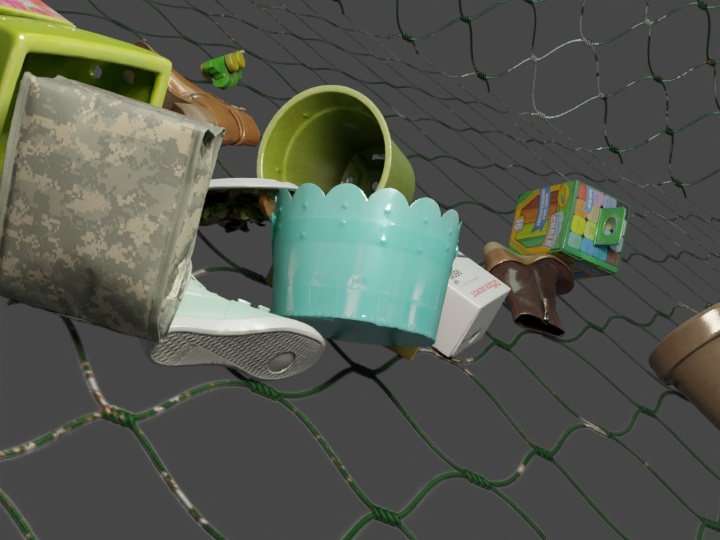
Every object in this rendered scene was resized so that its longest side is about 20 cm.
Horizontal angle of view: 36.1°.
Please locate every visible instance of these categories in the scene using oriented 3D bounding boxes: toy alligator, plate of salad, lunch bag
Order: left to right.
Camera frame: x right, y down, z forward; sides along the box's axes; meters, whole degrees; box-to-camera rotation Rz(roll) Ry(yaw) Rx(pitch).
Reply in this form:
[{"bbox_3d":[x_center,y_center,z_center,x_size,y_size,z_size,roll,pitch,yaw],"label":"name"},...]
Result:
[{"bbox_3d":[-0.222,-0.050,0.954,0.163,0.202,0.118,16,8,0],"label":"lunch bag"},{"bbox_3d":[-0.224,-0.342,1.895,0.200,0.059,0.055,-59,131,-71],"label":"toy alligator"},{"bbox_3d":[-0.141,-0.069,1.257,0.198,0.048,0.200,-3,-5,0],"label":"plate of salad"}]

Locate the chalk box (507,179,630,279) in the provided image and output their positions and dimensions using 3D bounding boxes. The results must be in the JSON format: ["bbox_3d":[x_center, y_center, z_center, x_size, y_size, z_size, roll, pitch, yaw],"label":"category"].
[{"bbox_3d":[0.353,-0.065,1.814,0.123,0.126,0.200,21,-16,-25],"label":"chalk box"}]

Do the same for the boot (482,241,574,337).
[{"bbox_3d":[0.277,0.044,1.699,0.199,0.072,0.167,19,35,-34],"label":"boot"}]

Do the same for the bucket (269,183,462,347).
[{"bbox_3d":[0.000,0.000,1.161,0.205,0.136,0.207,8,-10,2],"label":"bucket"}]

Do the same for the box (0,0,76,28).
[{"bbox_3d":[-0.480,-0.324,1.413,0.200,0.095,0.102,37,22,16],"label":"box"}]

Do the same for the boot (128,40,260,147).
[{"bbox_3d":[-0.242,-0.251,1.604,0.200,0.077,0.155,45,26,29],"label":"boot"}]

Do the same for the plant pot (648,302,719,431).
[{"bbox_3d":[0.566,0.158,1.666,0.199,0.200,0.175,5,49,-50],"label":"plant pot"}]

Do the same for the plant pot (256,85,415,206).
[{"bbox_3d":[-0.011,-0.133,1.537,0.200,0.201,0.190,40,10,25],"label":"plant pot"}]

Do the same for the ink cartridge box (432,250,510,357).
[{"bbox_3d":[0.079,0.011,1.433,0.199,0.085,0.144,37,21,14],"label":"ink cartridge box"}]

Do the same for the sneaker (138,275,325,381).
[{"bbox_3d":[-0.130,0.039,1.073,0.199,0.074,0.118,11,34,-37],"label":"sneaker"}]

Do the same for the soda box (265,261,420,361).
[{"bbox_3d":[-0.009,0.023,1.302,0.199,0.068,0.064,29,20,-6],"label":"soda box"}]

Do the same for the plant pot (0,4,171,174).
[{"bbox_3d":[-0.333,-0.155,1.080,0.181,0.201,0.198,31,18,30],"label":"plant pot"}]
